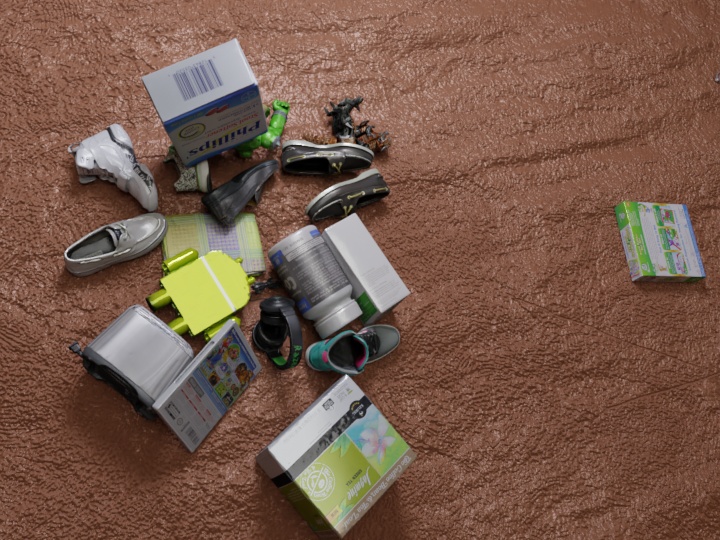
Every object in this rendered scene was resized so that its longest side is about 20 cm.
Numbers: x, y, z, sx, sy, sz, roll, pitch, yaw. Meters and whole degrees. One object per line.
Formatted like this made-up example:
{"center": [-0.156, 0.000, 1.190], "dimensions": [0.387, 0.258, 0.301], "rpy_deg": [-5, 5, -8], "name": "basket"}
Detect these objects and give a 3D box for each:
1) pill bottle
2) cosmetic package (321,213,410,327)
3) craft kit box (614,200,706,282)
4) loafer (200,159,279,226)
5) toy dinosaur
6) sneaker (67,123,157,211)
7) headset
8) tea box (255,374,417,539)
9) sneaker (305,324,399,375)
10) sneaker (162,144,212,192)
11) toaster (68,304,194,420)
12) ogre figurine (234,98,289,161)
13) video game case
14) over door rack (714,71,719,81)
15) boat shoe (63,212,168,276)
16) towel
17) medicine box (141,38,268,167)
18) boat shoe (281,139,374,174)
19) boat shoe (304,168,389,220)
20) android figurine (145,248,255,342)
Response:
{"center": [-0.086, 0.024, 1.359], "dimensions": [0.113, 0.114, 0.201], "rpy_deg": [-30, 87, -27], "name": "pill bottle"}
{"center": [0.000, 0.000, 1.408], "dimensions": [0.085, 0.108, 0.201], "rpy_deg": [-32, 80, -26], "name": "cosmetic package"}
{"center": [0.745, -0.071, 1.732], "dimensions": [0.196, 0.049, 0.202], "rpy_deg": [3, 68, -21], "name": "craft kit box"}
{"center": [-0.233, -0.162, 1.416], "dimensions": [0.200, 0.073, 0.073], "rpy_deg": [-41, 107, -36], "name": "loafer"}
{"center": [-0.026, -0.302, 1.533], "dimensions": [0.199, 0.102, 0.137], "rpy_deg": [-6, 87, -44], "name": "toy dinosaur"}
{"center": [-0.474, -0.183, 1.336], "dimensions": [0.114, 0.075, 0.201], "rpy_deg": [-26, 74, -25], "name": "sneaker"}
{"center": [-0.153, 0.093, 1.317], "dimensions": [0.093, 0.124, 0.200], "rpy_deg": [-10, 47, -34], "name": "headset"}
{"center": [-0.045, 0.334, 1.242], "dimensions": [0.200, 0.134, 0.197], "rpy_deg": [-40, 86, -28], "name": "tea box"}
{"center": [0.003, 0.147, 1.332], "dimensions": [0.198, 0.121, 0.084], "rpy_deg": [-14, 92, -22], "name": "sneaker"}
{"center": [-0.359, -0.244, 1.403], "dimensions": [0.088, 0.077, 0.202], "rpy_deg": [-13, 71, -14], "name": "sneaker"}
{"center": [-0.386, 0.153, 1.210], "dimensions": [0.200, 0.114, 0.129], "rpy_deg": [39, 58, -1], "name": "toaster"}
{"center": [-0.245, -0.301, 1.450], "dimensions": [0.198, 0.098, 0.121], "rpy_deg": [7, 55, -29], "name": "ogre figurine"}
{"center": [-0.263, 0.203, 1.226], "dimensions": [0.018, 0.144, 0.200], "rpy_deg": [19, 56, 33], "name": "video game case"}
{"center": [1.158, -0.532, 2.038], "dimensions": [0.147, 0.067, 0.200], "rpy_deg": [-28, 60, -26], "name": "over door rack"}
{"center": [-0.451, -0.058, 1.287], "dimensions": [0.199, 0.066, 0.072], "rpy_deg": [-24, 76, -20], "name": "boat shoe"}
{"center": [-0.294, -0.047, 1.371], "dimensions": [0.198, 0.023, 0.145], "rpy_deg": [-7, 71, -22], "name": "towel"}
{"center": [-0.279, -0.303, 1.287], "dimensions": [0.181, 0.200, 0.104], "rpy_deg": [-25, 78, -7], "name": "medicine box"}
{"center": [-0.070, -0.232, 1.489], "dimensions": [0.199, 0.072, 0.061], "rpy_deg": [3, 60, -5], "name": "boat shoe"}
{"center": [-0.025, -0.150, 1.472], "dimensions": [0.200, 0.072, 0.061], "rpy_deg": [-30, 76, -28], "name": "boat shoe"}
{"center": [-0.292, 0.042, 1.303], "dimensions": [0.199, 0.041, 0.183], "rpy_deg": [-33, 88, -27], "name": "android figurine"}
